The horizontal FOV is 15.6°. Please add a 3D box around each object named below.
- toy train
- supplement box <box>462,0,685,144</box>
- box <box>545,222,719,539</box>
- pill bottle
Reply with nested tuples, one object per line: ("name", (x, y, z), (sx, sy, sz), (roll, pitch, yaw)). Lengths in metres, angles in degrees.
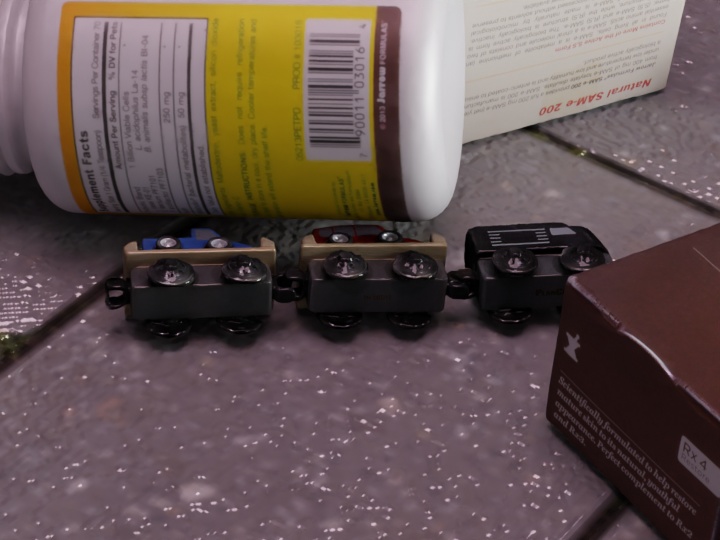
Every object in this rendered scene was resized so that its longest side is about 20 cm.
("toy train", (0.000, 0.000, 1.017), (0.199, 0.034, 0.046), (-2, 35, -10))
("supplement box", (0.077, -0.160, 1.096), (0.126, 0.201, 0.074), (-15, 46, -26))
("box", (0.179, 0.027, 0.974), (0.199, 0.075, 0.100), (-17, 43, -29))
("pill bottle", (-0.062, -0.076, 1.035), (0.199, 0.110, 0.109), (2, 37, 8))
